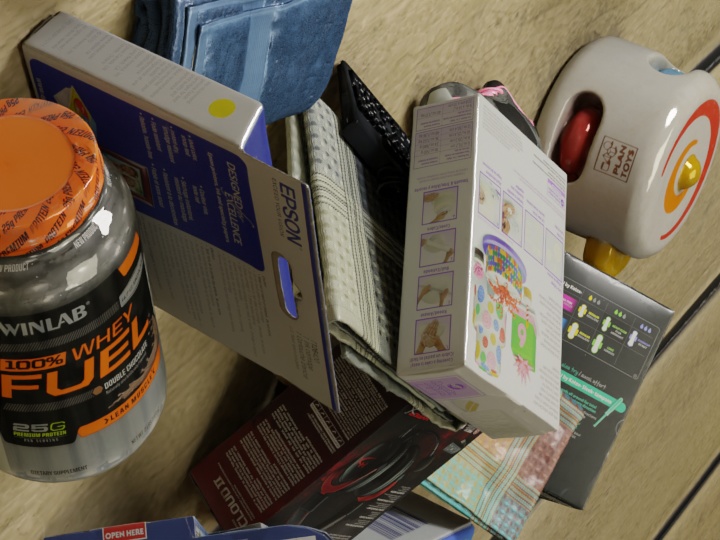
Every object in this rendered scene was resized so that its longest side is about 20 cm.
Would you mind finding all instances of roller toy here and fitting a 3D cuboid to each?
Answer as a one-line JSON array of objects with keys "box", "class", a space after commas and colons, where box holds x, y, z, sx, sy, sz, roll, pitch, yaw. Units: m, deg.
[{"box": [0.249, -0.110, 1.887, 0.200, 0.139, 0.183, -52, 153, -28], "class": "roller toy"}]

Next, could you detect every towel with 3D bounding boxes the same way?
[{"box": [0.007, -0.003, 1.422, 0.192, 0.034, 0.202, 42, 32, -49], "class": "towel"}, {"box": [-0.076, -0.134, 1.281, 0.200, 0.048, 0.113, -26, 135, -57], "class": "towel"}, {"box": [0.088, 0.122, 1.738, 0.147, 0.199, 0.022, -59, -160, -17], "class": "towel"}]

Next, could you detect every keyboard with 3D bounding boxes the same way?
[{"box": [0.049, -0.067, 1.488, 0.200, 0.039, 0.105, 45, 29, -44], "class": "keyboard"}]

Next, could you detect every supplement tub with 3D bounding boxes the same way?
[{"box": [-0.175, 0.012, 1.111, 0.123, 0.122, 0.201, -50, 152, -32], "class": "supplement tub"}]

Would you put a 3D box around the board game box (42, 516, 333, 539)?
[{"box": [-0.102, 0.219, 1.425, 0.200, 0.198, 0.062, 77, 5, -72], "class": "board game box"}]

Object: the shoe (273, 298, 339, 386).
[{"box": [0.000, 0.000, 1.537, 0.201, 0.070, 0.053, -57, 170, -16], "class": "shoe"}]

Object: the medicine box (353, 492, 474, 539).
[{"box": [-0.008, 0.302, 1.750, 0.182, 0.102, 0.202, -12, 121, -62], "class": "medicine box"}]

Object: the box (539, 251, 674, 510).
[{"box": [0.173, 0.098, 1.870, 0.201, 0.123, 0.148, -64, -169, -7], "class": "box"}]

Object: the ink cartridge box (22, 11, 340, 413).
[{"box": [-0.089, -0.033, 1.156, 0.047, 0.199, 0.199, -50, 152, -30], "class": "ink cartridge box"}]

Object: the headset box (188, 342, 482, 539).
[{"box": [-0.021, 0.139, 1.529, 0.200, 0.075, 0.148, -40, 154, 13], "class": "headset box"}]

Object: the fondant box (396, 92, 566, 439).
[{"box": [0.088, -0.001, 1.425, 0.144, 0.058, 0.202, 35, 51, -51], "class": "fondant box"}]

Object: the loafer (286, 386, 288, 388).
[{"box": [0.004, 0.046, 1.592, 0.202, 0.070, 0.068, -63, 157, -3], "class": "loafer"}]

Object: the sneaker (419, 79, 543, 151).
[{"box": [0.099, -0.118, 1.668, 0.200, 0.078, 0.096, 37, 45, -57], "class": "sneaker"}]
